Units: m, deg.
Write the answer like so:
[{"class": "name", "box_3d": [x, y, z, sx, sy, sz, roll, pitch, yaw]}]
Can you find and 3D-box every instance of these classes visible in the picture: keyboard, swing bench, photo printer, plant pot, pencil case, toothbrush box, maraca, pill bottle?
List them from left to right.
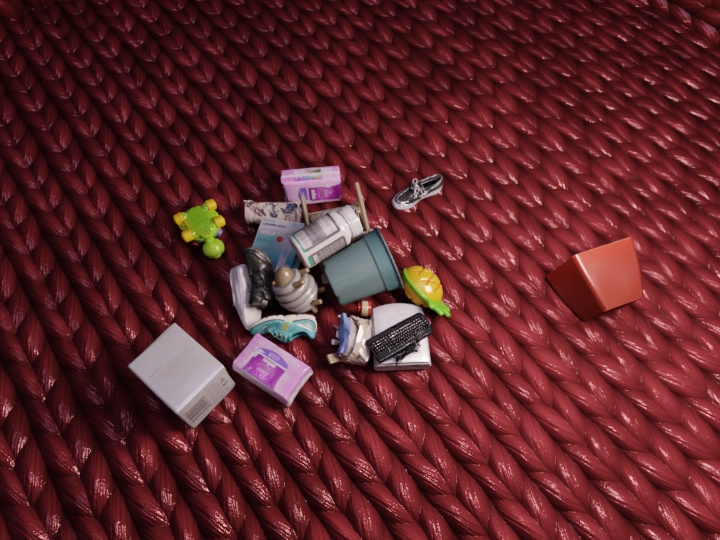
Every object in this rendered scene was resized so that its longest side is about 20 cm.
[{"class": "pencil case", "box_3d": [-0.295, -0.195, 1.717, 0.199, 0.078, 0.090, 2, 87, 1]}, {"class": "toothbrush box", "box_3d": [-0.265, -0.060, 1.639, 0.146, 0.085, 0.200, 10, 59, 7]}, {"class": "pill bottle", "box_3d": [-0.100, -0.102, 1.504, 0.200, 0.113, 0.113, -32, 65, -10]}, {"class": "swing bench", "box_3d": [-0.077, -0.152, 1.657, 0.198, 0.130, 0.200, -13, 66, -5]}, {"class": "plant pot", "box_3d": [0.000, 0.000, 1.535, 0.196, 0.200, 0.201, -23, 62, -1]}, {"class": "photo printer", "box_3d": [0.113, 0.191, 1.505, 0.166, 0.070, 0.200, -2, 60, -4]}, {"class": "keyboard", "box_3d": [0.123, 0.190, 1.436, 0.200, 0.040, 0.104, -26, 68, -24]}, {"class": "maraca", "box_3d": [0.199, 0.064, 1.548, 0.107, 0.137, 0.200, -51, 56, 22]}, {"class": "plant pot", "box_3d": [0.717, 0.039, 1.537, 0.199, 0.200, 0.177, -16, 73, -10]}]

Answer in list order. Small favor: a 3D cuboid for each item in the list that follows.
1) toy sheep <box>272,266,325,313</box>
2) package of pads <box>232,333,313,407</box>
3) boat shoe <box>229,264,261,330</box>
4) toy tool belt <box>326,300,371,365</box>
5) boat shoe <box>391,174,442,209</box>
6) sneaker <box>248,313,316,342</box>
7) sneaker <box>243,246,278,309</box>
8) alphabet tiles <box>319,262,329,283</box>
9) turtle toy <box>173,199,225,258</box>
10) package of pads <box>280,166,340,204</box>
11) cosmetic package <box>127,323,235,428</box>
[{"class": "toy sheep", "box_3d": [-0.184, 0.063, 1.515, 0.138, 0.200, 0.138, -24, 33, 17]}, {"class": "package of pads", "box_3d": [-0.248, 0.281, 1.448, 0.200, 0.076, 0.121, 29, 63, 15]}, {"class": "boat shoe", "box_3d": [-0.356, 0.084, 1.548, 0.068, 0.072, 0.201, -11, 94, 35]}, {"class": "toy tool belt", "box_3d": [-0.032, 0.176, 1.483, 0.123, 0.125, 0.201, 5, 63, -5]}, {"class": "boat shoe", "box_3d": [0.199, -0.277, 1.775, 0.199, 0.068, 0.074, -21, 62, -12]}, {"class": "sneaker", "box_3d": [-0.228, 0.174, 1.510, 0.199, 0.078, 0.080, -3, 71, -8]}, {"class": "sneaker", "box_3d": [-0.297, 0.032, 1.510, 0.076, 0.200, 0.114, -10, 27, 16]}, {"class": "alphabet tiles", "box_3d": [-0.035, -0.025, 1.660, 0.195, 0.015, 0.200, -8, 60, -5]}, {"class": "turtle toy", "box_3d": [-0.508, -0.129, 1.666, 0.145, 0.101, 0.200, -26, 64, -14]}, {"class": "package of pads", "box_3d": [-0.165, -0.286, 1.739, 0.199, 0.121, 0.076, -6, 61, -3]}, {"class": "cosmetic package", "box_3d": [-0.480, 0.286, 1.392, 0.200, 0.165, 0.165, 36, 66, 17]}]
